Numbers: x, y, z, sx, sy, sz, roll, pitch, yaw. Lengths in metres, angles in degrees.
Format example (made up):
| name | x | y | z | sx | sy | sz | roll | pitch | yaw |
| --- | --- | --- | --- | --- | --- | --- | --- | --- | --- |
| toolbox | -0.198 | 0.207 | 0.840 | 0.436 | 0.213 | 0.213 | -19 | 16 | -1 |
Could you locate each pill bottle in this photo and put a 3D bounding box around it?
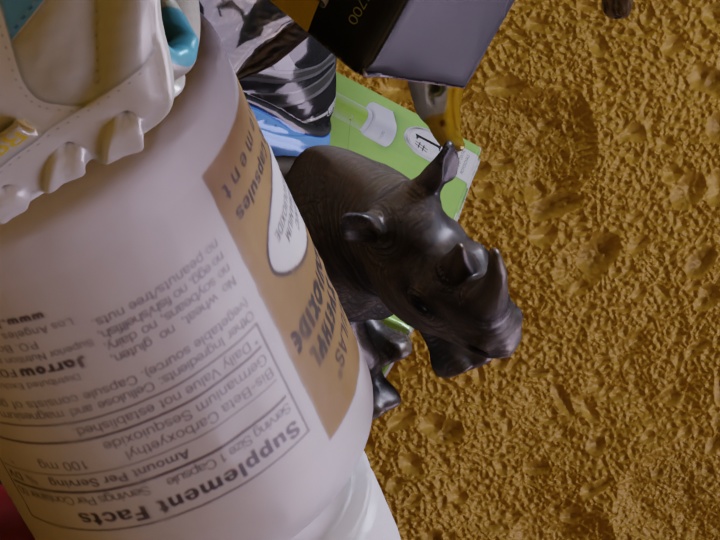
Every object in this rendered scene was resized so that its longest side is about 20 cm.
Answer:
| name | x | y | z | sx | sy | sz | roll | pitch | yaw |
| --- | --- | --- | --- | --- | --- | --- | --- | --- | --- |
| pill bottle | -0.060 | 0.027 | 0.809 | 0.200 | 0.114 | 0.115 | 66 | 33 | -36 |

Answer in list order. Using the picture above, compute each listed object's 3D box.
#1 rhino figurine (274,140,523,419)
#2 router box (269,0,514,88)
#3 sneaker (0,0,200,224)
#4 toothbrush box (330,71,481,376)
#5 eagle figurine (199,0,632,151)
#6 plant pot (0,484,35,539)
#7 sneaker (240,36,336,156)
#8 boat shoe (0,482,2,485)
| name | x | y | z | sx | sy | sz | roll | pitch | yaw |
| --- | --- | --- | --- | --- | --- | --- | --- | --- | --- |
| rhino figurine | 0.000 | 0.000 | 0.880 | 0.060 | 0.088 | 0.200 | -29 | -171 | -19 |
| router box | 0.014 | -0.171 | 0.721 | 0.051 | 0.149 | 0.200 | 3 | 121 | -53 |
| sneaker | -0.083 | -0.040 | 0.586 | 0.200 | 0.081 | 0.077 | -60 | -174 | 21 |
| toothbrush box | -0.064 | -0.033 | 1.211 | 0.086 | 0.199 | 0.146 | -58 | -174 | 38 |
| eagle figurine | 0.003 | -0.107 | 0.925 | 0.151 | 0.199 | 0.152 | -98 | -175 | -48 |
| plant pot | -0.158 | 0.190 | 0.869 | 0.201 | 0.200 | 0.183 | -60 | -178 | 31 |
| sneaker | -0.067 | -0.100 | 1.091 | 0.199 | 0.071 | 0.083 | 25 | 77 | -61 |
| boat shoe | -0.156 | 0.060 | 1.026 | 0.075 | 0.062 | 0.200 | -61 | -155 | 19 |
